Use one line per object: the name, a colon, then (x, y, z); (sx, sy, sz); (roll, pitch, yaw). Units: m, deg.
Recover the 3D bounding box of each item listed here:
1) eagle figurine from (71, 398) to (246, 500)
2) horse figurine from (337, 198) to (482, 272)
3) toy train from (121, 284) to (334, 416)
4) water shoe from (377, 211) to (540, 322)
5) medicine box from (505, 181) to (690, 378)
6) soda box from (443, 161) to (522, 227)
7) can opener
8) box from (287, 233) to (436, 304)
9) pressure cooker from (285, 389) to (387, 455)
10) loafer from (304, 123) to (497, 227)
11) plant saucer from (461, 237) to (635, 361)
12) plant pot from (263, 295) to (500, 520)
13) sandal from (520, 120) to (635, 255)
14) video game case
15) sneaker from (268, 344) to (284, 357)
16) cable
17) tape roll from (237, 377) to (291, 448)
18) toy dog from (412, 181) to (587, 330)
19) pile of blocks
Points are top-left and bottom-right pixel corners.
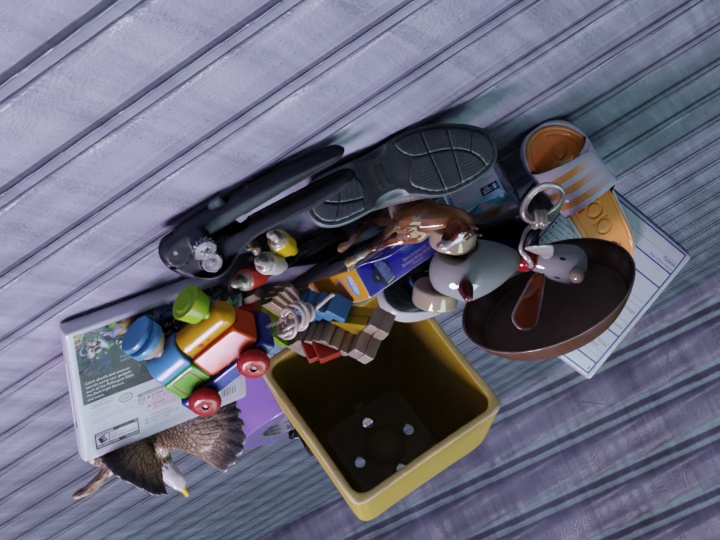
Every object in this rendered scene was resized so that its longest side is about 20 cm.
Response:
eagle figurine: (-0.234, 0.198, 1.607); (0.150, 0.152, 0.200); (24, 157, -18)
horse figurine: (0.034, -0.052, 1.443); (0.132, 0.050, 0.200); (-29, -159, -1)
toy train: (-0.137, 0.050, 1.418); (0.200, 0.085, 0.116); (-38, 127, 20)
water shoe: (0.106, -0.013, 1.547); (0.199, 0.072, 0.079); (-25, 153, -21)
medicine box: (0.258, -0.007, 1.701); (0.200, 0.182, 0.103); (-51, -158, 6)
soda box: (0.135, -0.086, 1.571); (0.063, 0.069, 0.200); (-28, 167, 11)
can opener: (-0.098, -0.057, 1.299); (0.199, 0.079, 0.063); (-32, 127, 4)
box: (0.000, 0.000, 1.527); (0.119, 0.042, 0.200); (-34, -168, -34)
pressure cooker: (-0.026, 0.141, 1.804); (0.178, 0.201, 0.176); (-23, 168, -16)
loafer: (0.035, -0.096, 1.391); (0.199, 0.072, 0.063); (-19, -175, -8)
plant saucer: (0.210, 0.036, 1.544); (0.199, 0.035, 0.201); (-21, -151, 12)
plant pot: (0.023, 0.167, 1.605); (0.194, 0.196, 0.200); (-32, 157, -13)
sandal: (0.261, -0.082, 1.589); (0.079, 0.207, 0.059); (-39, -157, 0)
video game case: (-0.215, 0.097, 1.496); (0.199, 0.023, 0.182); (-20, 133, -25)
sneaker: (-0.157, 0.061, 1.601); (0.200, 0.074, 0.082); (7, 104, -49)
cable: (-0.076, -0.005, 1.490); (0.097, 0.050, 0.200); (-49, 157, 18)
tape roll: (-0.099, 0.173, 2.027); (0.199, 0.085, 0.200); (-25, 167, -6)
toy dog: (0.153, 0.002, 1.467); (0.199, 0.096, 0.132); (-19, 125, -10)
pile of blocks: (-0.059, 0.061, 1.484); (0.199, 0.062, 0.082); (2, 148, 37)
